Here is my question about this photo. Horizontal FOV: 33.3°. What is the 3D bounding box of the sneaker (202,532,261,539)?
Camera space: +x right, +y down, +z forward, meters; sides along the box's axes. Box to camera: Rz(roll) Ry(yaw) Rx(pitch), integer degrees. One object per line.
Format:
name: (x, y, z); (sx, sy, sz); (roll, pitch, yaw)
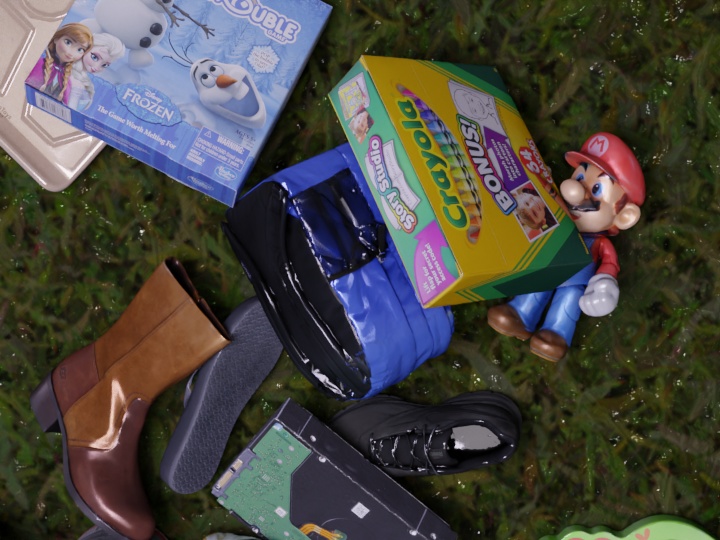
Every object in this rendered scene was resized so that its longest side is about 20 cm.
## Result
sneaker: (-0.116, 0.279, 1.038); (0.086, 0.200, 0.077); (-1, 104, 15)

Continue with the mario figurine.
mario figurine: (0.177, -0.028, 1.062); (0.122, 0.106, 0.202); (23, 98, 1)

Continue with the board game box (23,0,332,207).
board game box: (-0.153, -0.188, 1.041); (0.198, 0.043, 0.201); (26, 69, -3)

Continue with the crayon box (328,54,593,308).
crayon box: (0.084, -0.077, 0.995); (0.058, 0.171, 0.202); (-39, 67, 39)

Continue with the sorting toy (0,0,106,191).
sorting toy: (-0.274, -0.204, 1.093); (0.185, 0.036, 0.200); (44, 91, -3)

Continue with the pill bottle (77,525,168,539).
pill bottle: (-0.223, 0.297, 1.059); (0.112, 0.200, 0.116); (0, 93, -2)

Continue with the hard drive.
hard drive: (-0.027, 0.222, 1.100); (0.199, 0.038, 0.140); (38, 127, -3)

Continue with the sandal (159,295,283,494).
sandal: (-0.134, 0.107, 1.107); (0.043, 0.076, 0.202); (33, 96, 39)

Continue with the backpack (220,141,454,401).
backpack: (0.000, 0.000, 1.038); (0.166, 0.162, 0.202); (-25, 90, -20)

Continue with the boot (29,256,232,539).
boot: (-0.184, 0.120, 1.082); (0.199, 0.068, 0.189); (-40, 63, 15)

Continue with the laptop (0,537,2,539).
laptop: (-0.351, 0.333, 1.094); (0.198, 0.116, 0.190); (-20, 95, 18)

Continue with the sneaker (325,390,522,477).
sneaker: (0.051, 0.154, 1.094); (0.197, 0.091, 0.077); (-11, 98, 4)

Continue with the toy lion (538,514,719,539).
toy lion: (0.249, 0.308, 1.125); (0.191, 0.069, 0.200); (42, 96, 4)
